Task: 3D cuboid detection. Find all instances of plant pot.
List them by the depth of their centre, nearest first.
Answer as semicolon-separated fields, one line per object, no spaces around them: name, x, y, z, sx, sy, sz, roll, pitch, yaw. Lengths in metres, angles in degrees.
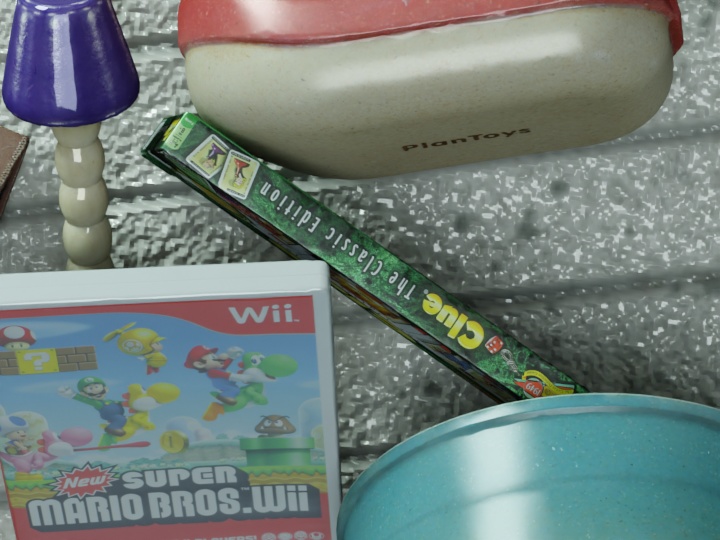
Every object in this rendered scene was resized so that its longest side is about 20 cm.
plant pot;0.094;0.180;1.190;0.200;0.188;0.200;-2;145;-1

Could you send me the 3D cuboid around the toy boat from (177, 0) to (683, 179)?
toy boat;0.025;-0.114;1.190;0.200;0.131;0.131;-8;78;6

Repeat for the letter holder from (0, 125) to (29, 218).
letter holder;-0.254;-0.030;1.209;0.200;0.142;0.101;23;108;-4

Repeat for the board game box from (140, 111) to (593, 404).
board game box;0.000;0.000;1.224;0.200;0.105;0.023;35;88;-7

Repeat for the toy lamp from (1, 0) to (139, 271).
toy lamp;-0.115;-0.025;1.227;0.058;0.058;0.200;-1;119;4

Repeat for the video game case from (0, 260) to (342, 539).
video game case;-0.080;0.067;1.237;0.143;0.017;0.200;-3;141;0
